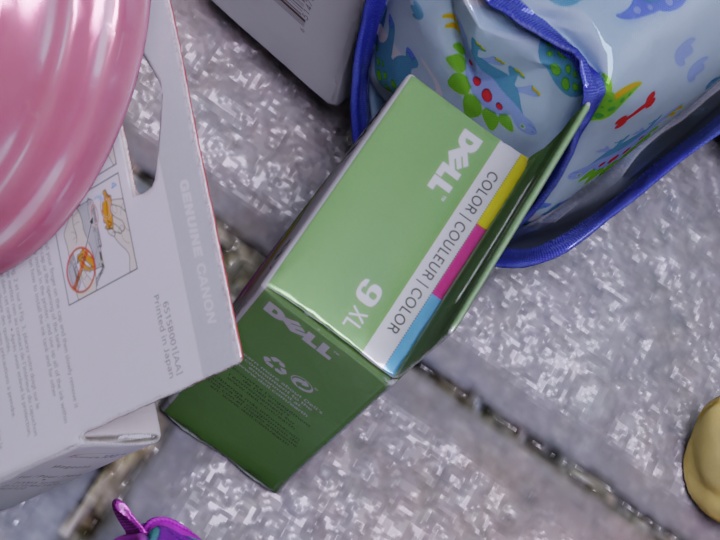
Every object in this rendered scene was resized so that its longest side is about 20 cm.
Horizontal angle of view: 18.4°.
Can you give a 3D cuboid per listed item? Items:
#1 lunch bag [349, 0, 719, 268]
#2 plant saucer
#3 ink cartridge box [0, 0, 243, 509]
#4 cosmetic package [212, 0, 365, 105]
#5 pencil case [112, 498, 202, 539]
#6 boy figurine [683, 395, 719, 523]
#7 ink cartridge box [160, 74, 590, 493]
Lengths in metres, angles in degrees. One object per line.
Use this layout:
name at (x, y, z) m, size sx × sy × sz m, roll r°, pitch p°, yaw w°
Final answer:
lunch bag at (0.087, -0.092, 0.867) m, size 0.170 × 0.200 × 0.128 m, roll -36°, pitch 78°, yaw -26°
plant saucer at (-0.155, -0.097, 0.779) m, size 0.051 × 0.200 × 0.202 m, roll 5°, pitch 67°, yaw -47°
ink cartridge box at (-0.105, -0.034, 0.791) m, size 0.043 × 0.173 × 0.202 m, roll 5°, pitch 67°, yaw -48°
cosmetic package at (0.035, -0.172, 0.911) m, size 0.081 × 0.113 × 0.200 m, roll 42°, pitch 60°, yaw 13°
pencil case at (-0.006, 0.151, 0.812) m, size 0.198 × 0.085 × 0.093 m, roll 15°, pitch 82°, yaw -15°
boy figurine at (0.218, 0.121, 0.917) m, size 0.199 × 0.064 × 0.125 m, roll 31°, pitch 64°, yaw -7°
ink cartridge box at (0.000, 0.000, 0.801) m, size 0.059 × 0.200 × 0.104 m, roll 36°, pitch 63°, yaw -3°
